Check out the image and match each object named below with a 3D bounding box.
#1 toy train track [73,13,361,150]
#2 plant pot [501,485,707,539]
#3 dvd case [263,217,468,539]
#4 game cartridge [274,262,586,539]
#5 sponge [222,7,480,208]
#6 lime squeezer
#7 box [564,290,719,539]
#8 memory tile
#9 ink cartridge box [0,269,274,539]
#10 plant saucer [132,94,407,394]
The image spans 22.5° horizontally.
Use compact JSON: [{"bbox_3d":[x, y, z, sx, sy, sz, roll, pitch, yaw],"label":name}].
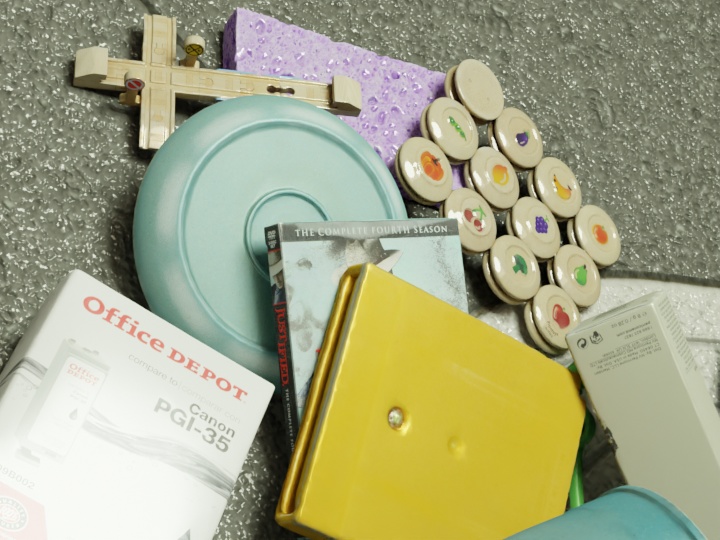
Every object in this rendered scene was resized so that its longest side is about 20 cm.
[{"bbox_3d":[-0.095,-0.134,1.246,0.200,0.033,0.115,5,58,-14],"label":"toy train track"},{"bbox_3d":[0.103,0.247,1.057,0.188,0.200,0.200,-14,68,-22],"label":"plant pot"},{"bbox_3d":[0.012,0.067,1.175,0.146,0.022,0.200,-2,82,-34],"label":"dvd case"},{"bbox_3d":[0.052,0.114,1.161,0.200,0.032,0.176,29,65,-29],"label":"game cartridge"},{"bbox_3d":[-0.006,-0.115,1.328,0.200,0.030,0.112,14,54,-25],"label":"sponge"},{"bbox_3d":[0.163,0.109,1.293,0.071,0.038,0.200,60,38,-29],"label":"lime squeezer"},{"bbox_3d":[0.212,0.119,1.236,0.200,0.068,0.082,68,17,2],"label":"box"},{"bbox_3d":[0.114,-0.049,1.341,0.200,0.017,0.153,48,45,-15],"label":"memory tile"},{"bbox_3d":[-0.154,0.119,1.035,0.146,0.083,0.200,31,48,-11],"label":"ink cartridge box"},{"bbox_3d":[-0.050,-0.020,1.186,0.200,0.027,0.200,4,81,-26],"label":"plant saucer"}]
